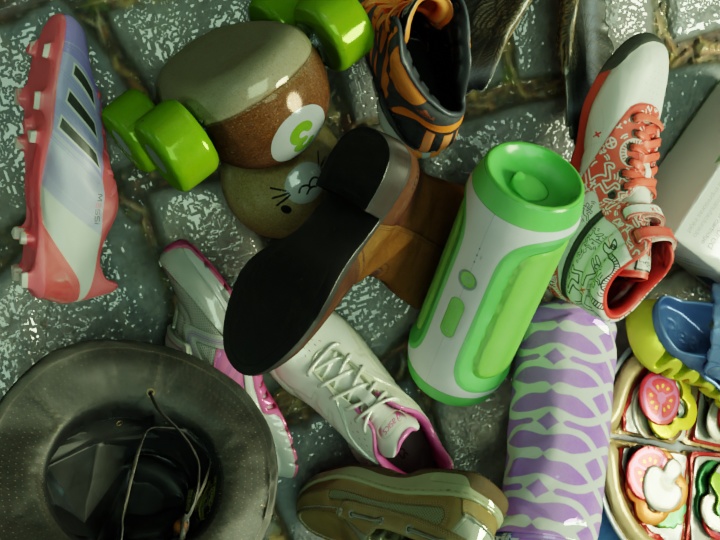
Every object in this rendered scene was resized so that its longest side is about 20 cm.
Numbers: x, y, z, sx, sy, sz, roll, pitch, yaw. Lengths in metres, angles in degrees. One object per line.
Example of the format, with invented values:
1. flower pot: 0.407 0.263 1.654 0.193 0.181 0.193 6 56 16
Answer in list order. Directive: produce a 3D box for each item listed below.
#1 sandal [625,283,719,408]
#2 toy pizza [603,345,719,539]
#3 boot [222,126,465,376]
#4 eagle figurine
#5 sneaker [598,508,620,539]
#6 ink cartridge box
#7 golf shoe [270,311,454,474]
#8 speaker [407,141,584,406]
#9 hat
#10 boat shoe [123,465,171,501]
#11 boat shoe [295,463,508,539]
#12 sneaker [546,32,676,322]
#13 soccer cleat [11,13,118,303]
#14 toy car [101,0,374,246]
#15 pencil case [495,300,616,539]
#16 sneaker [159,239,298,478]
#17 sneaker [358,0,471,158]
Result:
1. sandal: 0.310 0.070 0.889 0.198 0.087 0.080 24 53 -22
2. toy pizza: 0.270 0.145 0.920 0.198 0.032 0.203 3 85 -32
3. boot: 0.000 0.000 0.809 0.068 0.200 0.190 27 92 25
4. eagle figurine: 0.143 -0.215 0.829 0.152 0.150 0.201 41 128 21
5. sneaker: 0.121 0.203 0.908 0.198 0.077 0.113 -11 107 -14
6. ink cartridge box: 0.341 -0.038 0.912 0.199 0.087 0.146 35 90 -18
7. golf shoe: 0.001 0.093 0.850 0.075 0.091 0.200 -47 107 -13
8. speaker: 0.094 0.007 0.818 0.087 0.089 0.201 5 133 -14
9. hat: -0.160 0.144 0.761 0.198 0.081 0.203 8 70 -22
10. boat shoe: -0.128 0.216 0.818 0.072 0.068 0.201 -39 80 4
11. boat shoe: 0.014 0.189 0.820 0.072 0.199 0.077 43 55 -25
12. sneaker: 0.199 -0.063 0.818 0.067 0.108 0.203 13 109 -40
13. soccer cleat: -0.203 -0.076 0.794 0.076 0.067 0.203 1 100 -31
14. toy car: -0.052 -0.073 0.790 0.164 0.157 0.201 -39 118 -14
15. pencil case: 0.146 0.124 0.851 0.083 0.085 0.202 26 63 -25
16. sneaker: -0.115 0.077 0.829 0.087 0.081 0.202 -20 104 -10
17. sneaker: 0.029 -0.185 0.775 0.077 0.112 0.202 -24 83 -14
